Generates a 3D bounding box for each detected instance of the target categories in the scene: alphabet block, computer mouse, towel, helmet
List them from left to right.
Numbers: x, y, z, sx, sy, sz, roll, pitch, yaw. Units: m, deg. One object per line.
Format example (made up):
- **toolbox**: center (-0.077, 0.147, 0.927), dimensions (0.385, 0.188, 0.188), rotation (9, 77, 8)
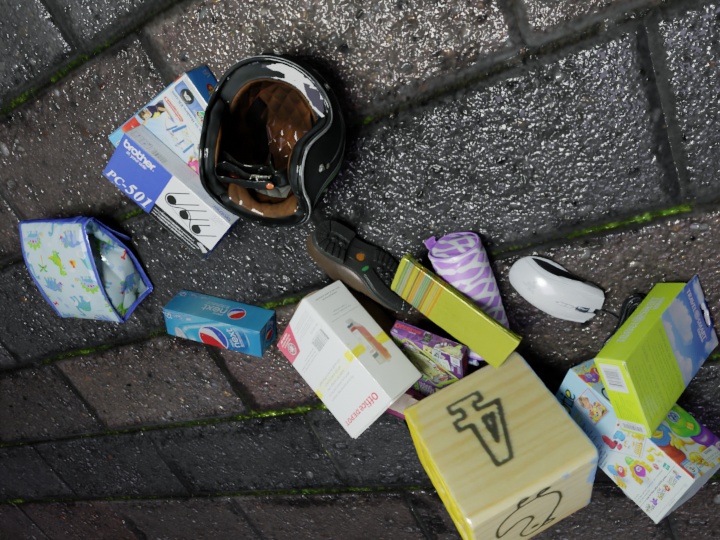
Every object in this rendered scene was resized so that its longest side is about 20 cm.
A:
- **helmet**: center (-0.110, -0.174, 0.717), dimensions (0.200, 0.191, 0.200), rotation (11, 157, 5)
- **towel**: center (0.132, 0.059, 0.790), dimensions (0.200, 0.018, 0.086), rotation (37, 146, 14)
- **alphabet block**: center (0.205, 0.279, 0.818), dimensions (0.200, 0.196, 0.195), rotation (-27, 135, -7)
- **computer mouse**: center (0.308, 0.048, 0.792), dimensions (0.200, 0.044, 0.110), rotation (25, 128, 4)

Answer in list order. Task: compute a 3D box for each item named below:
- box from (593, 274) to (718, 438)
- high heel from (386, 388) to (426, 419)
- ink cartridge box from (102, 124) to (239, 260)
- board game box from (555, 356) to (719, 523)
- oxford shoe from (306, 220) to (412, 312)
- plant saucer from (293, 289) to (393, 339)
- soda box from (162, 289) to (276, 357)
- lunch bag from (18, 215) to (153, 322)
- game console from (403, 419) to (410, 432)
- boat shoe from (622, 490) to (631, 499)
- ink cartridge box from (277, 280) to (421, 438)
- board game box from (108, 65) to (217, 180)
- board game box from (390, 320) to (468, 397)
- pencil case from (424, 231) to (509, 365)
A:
- **box**: center (0.395, 0.106, 0.722), dimensions (0.048, 0.200, 0.122), rotation (0, 122, 57)
- **high heel**: center (0.035, 0.213, 0.964), dimensions (0.200, 0.067, 0.096), rotation (29, 173, 17)
- **ink cartridge box**: center (-0.289, -0.117, 0.841), dimensions (0.200, 0.044, 0.094), rotation (42, 124, -8)
- **board game box**: center (0.387, 0.227, 0.778), dimensions (0.200, 0.103, 0.105), rotation (48, 139, 39)
- **oxford shoe**: center (0.000, 0.000, 0.874), dimensions (0.200, 0.073, 0.084), rotation (39, 150, -9)
- **plant saucer**: center (-0.035, 0.125, 0.977), dimensions (0.200, 0.035, 0.200), rotation (10, 124, 14)
- **soda box**: center (-0.263, 0.098, 1.026), dimensions (0.200, 0.068, 0.064), rotation (11, 124, 14)
- **lunch bag**: center (-0.516, -0.013, 1.015), dimensions (0.170, 0.128, 0.200), rotation (0, 131, 21)
- **game console**: center (0.206, 0.330, 1.030), dimensions (0.176, 0.116, 0.200), rotation (3, 127, 55)
- **boat shoe**: center (0.440, 0.262, 0.869), dimensions (0.074, 0.067, 0.200), rotation (11, 111, 56)
- **ink cartridge box**: center (-0.023, 0.140, 0.858), dimensions (0.200, 0.083, 0.145), rotation (49, 136, 14)
- **board game box**: center (-0.258, -0.177, 0.854), dimensions (0.196, 0.056, 0.200), rotation (-22, 111, 31)
- **board game box**: center (0.118, 0.163, 0.892), dimensions (0.120, 0.032, 0.200), rotation (16, 147, 23)
- **pencil case**: center (0.165, 0.040, 0.823), dimensions (0.085, 0.084, 0.200), rotation (15, 132, 53)
